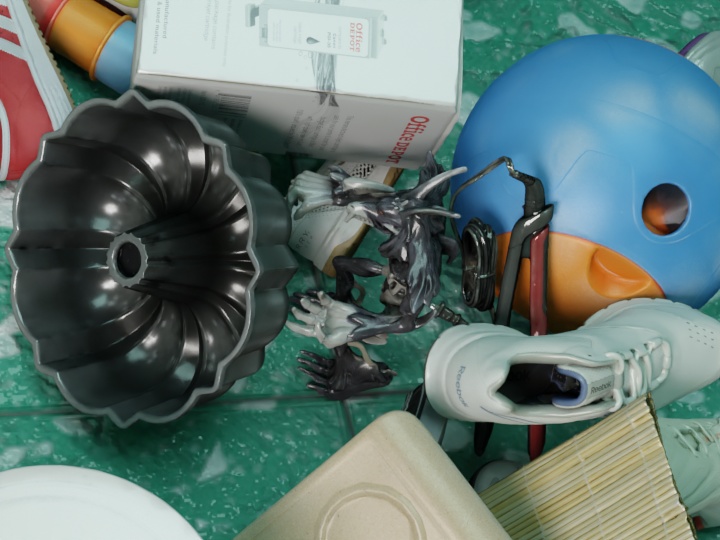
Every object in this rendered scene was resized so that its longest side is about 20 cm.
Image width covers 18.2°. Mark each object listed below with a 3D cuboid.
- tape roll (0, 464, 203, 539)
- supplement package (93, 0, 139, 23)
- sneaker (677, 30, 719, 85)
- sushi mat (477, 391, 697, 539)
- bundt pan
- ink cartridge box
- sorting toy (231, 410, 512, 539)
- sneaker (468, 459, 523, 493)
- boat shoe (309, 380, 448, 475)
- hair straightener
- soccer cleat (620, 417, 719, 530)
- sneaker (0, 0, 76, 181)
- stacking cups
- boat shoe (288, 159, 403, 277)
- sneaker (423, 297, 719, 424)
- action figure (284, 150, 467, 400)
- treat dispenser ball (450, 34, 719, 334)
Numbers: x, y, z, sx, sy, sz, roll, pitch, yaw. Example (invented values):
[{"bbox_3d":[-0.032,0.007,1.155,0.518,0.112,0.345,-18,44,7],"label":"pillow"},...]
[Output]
[{"bbox_3d":[-0.164,0.219,1.200,0.201,0.139,0.204,2,67,-4],"label":"tape roll"},{"bbox_3d":[-0.134,-0.227,1.547,0.199,0.114,0.110,29,57,4],"label":"supplement package"},{"bbox_3d":[0.286,-0.132,1.641,0.200,0.075,0.100,-31,70,-31],"label":"sneaker"},{"bbox_3d":[0.108,0.159,1.331,0.012,0.200,0.096,15,49,-48],"label":"sushi mat"},{"bbox_3d":[-0.119,-0.008,1.370,0.076,0.202,0.202,-5,54,-55],"label":"bundt pan"},{"bbox_3d":[-0.043,-0.128,1.415,0.199,0.147,0.083,6,77,-7],"label":"ink cartridge box"},{"bbox_3d":[0.005,0.209,1.288,0.200,0.036,0.185,-40,80,8],"label":"sorting toy"},{"bbox_3d":[0.145,0.177,1.367,0.075,0.116,0.201,-24,65,-29],"label":"sneaker"},{"bbox_3d":[-0.003,0.145,1.371,0.068,0.074,0.200,23,69,6],"label":"boat shoe"},{"bbox_3d":[0.079,0.024,1.392,0.076,0.201,0.041,4,24,10],"label":"hair straightener"},{"bbox_3d":[0.212,0.117,1.393,0.077,0.200,0.070,-31,68,16],"label":"soccer cleat"},{"bbox_3d":[-0.270,-0.141,1.474,0.112,0.071,0.201,-18,67,-30],"label":"sneaker"},{"bbox_3d":[-0.149,-0.144,1.521,0.200,0.061,0.061,34,54,7],"label":"stacking cups"},{"bbox_3d":[0.002,-0.089,1.526,0.069,0.071,0.200,30,55,2],"label":"boat shoe"},{"bbox_3d":[0.141,0.064,1.350,0.199,0.087,0.075,-9,101,-21],"label":"sneaker"},{"bbox_3d":[0.000,0.000,1.386,0.101,0.200,0.119,9,55,-12],"label":"action figure"},{"bbox_3d":[0.159,-0.054,1.471,0.200,0.201,0.202,8,56,-12],"label":"treat dispenser ball"}]
